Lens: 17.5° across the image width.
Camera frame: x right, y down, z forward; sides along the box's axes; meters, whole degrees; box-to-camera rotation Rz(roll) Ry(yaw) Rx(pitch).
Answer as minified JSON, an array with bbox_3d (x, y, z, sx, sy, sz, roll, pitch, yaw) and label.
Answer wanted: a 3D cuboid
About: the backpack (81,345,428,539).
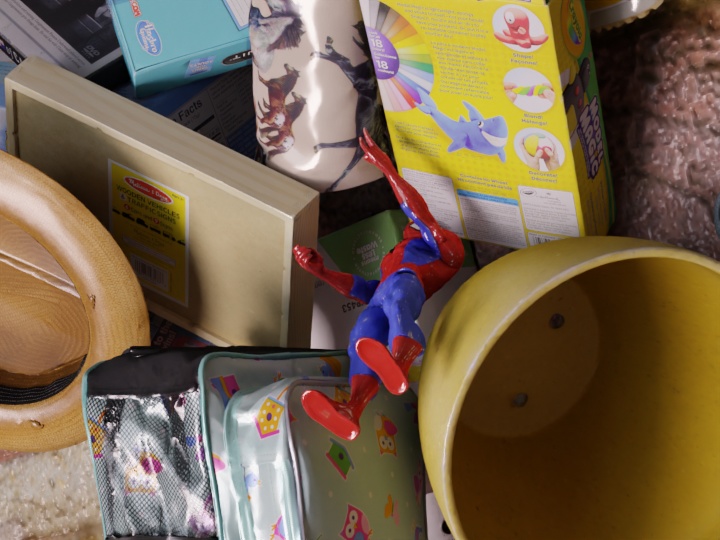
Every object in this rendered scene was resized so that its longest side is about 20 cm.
[{"bbox_3d":[-0.051,0.142,1.233,0.152,0.175,0.202,2,89,30],"label":"backpack"}]

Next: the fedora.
[{"bbox_3d":[-0.201,0.004,1.327,0.199,0.082,0.202,8,116,16],"label":"fedora"}]

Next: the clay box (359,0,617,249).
[{"bbox_3d":[0.067,-0.102,1.248,0.114,0.048,0.201,12,135,27],"label":"clay box"}]

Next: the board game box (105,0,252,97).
[{"bbox_3d":[-0.058,-0.202,1.351,0.047,0.199,0.152,105,148,-76],"label":"board game box"}]

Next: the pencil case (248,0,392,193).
[{"bbox_3d":[-0.029,-0.135,1.273,0.089,0.078,0.201,15,121,35],"label":"pencil case"}]

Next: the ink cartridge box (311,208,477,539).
[{"bbox_3d":[0.022,0.074,1.376,0.117,0.067,0.201,-22,78,42],"label":"ink cartridge box"}]

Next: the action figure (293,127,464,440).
[{"bbox_3d":[0.000,0.000,1.223,0.099,0.200,0.065,46,114,-6],"label":"action figure"}]

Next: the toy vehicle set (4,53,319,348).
[{"bbox_3d":[-0.115,-0.030,1.328,0.199,0.027,0.125,26,136,21],"label":"toy vehicle set"}]

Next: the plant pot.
[{"bbox_3d":[0.108,0.063,1.230,0.142,0.199,0.202,-140,58,-62],"label":"plant pot"}]

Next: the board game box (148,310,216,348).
[{"bbox_3d":[-0.172,0.046,1.453,0.199,0.062,0.200,29,163,1],"label":"board game box"}]

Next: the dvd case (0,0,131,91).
[{"bbox_3d":[-0.134,-0.185,1.422,0.150,0.199,0.025,41,156,38],"label":"dvd case"}]

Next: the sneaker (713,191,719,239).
[{"bbox_3d":[0.238,-0.064,1.138,0.200,0.095,0.080,-35,70,40],"label":"sneaker"}]

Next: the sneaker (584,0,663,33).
[{"bbox_3d":[0.080,-0.167,1.276,0.199,0.075,0.090,-18,116,36],"label":"sneaker"}]

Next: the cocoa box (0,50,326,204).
[{"bbox_3d":[-0.147,-0.079,1.453,0.199,0.133,0.132,12,132,42],"label":"cocoa box"}]
